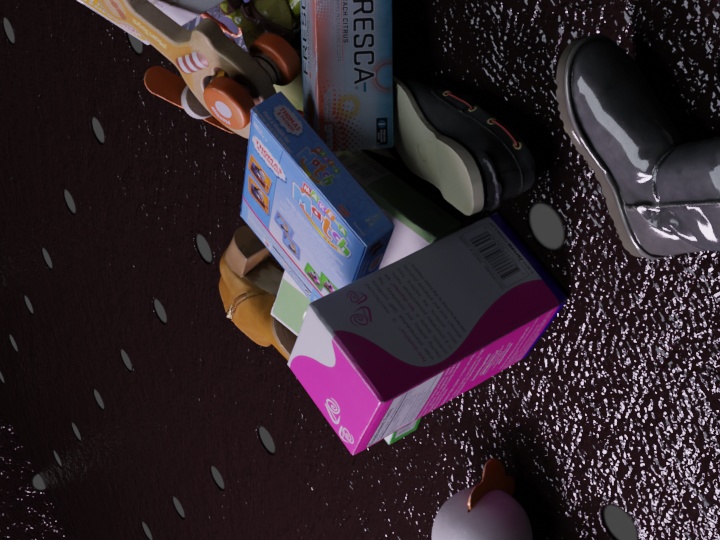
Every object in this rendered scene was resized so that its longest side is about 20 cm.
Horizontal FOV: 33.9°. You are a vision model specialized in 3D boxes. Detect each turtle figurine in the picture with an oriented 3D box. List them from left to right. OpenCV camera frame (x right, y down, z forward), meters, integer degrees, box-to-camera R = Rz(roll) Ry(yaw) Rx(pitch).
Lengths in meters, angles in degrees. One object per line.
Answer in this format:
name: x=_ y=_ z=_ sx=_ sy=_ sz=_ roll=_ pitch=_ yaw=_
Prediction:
turtle figurine: x=-0.079 y=-0.235 z=1.054 sx=0.200 sy=0.064 sz=0.161 roll=43 pitch=121 yaw=25

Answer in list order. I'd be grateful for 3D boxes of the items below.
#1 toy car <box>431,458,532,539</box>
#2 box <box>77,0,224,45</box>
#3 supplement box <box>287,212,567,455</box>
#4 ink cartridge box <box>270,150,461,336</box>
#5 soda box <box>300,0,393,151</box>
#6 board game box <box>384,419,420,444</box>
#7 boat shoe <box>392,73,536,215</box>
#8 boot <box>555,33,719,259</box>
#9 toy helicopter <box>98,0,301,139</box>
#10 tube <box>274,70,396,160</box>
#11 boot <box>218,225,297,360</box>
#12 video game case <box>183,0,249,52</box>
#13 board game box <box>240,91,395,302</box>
toy car: x=0.121 y=0.277 z=1.132 sx=0.184 sy=0.177 sz=0.200 roll=19 pitch=99 yaw=36
box: x=-0.177 y=-0.295 z=1.071 sx=0.101 sy=0.113 sz=0.200 roll=31 pitch=162 yaw=-26
supplement box: x=0.054 y=0.050 z=0.977 sx=0.101 sy=0.200 sz=0.103 roll=53 pitch=148 yaw=20
ink cartridge box: x=0.000 y=0.000 z=1.123 sx=0.145 sy=0.048 sz=0.200 roll=37 pitch=131 yaw=23
soda box: x=-0.012 y=-0.202 z=0.979 sx=0.064 sy=0.068 sz=0.200 roll=-130 pitch=37 yaw=-67
board game box: x=0.000 y=0.061 z=1.232 sx=0.200 sy=0.040 sz=0.153 roll=50 pitch=147 yaw=25
boat shoe: x=0.073 y=-0.111 z=0.969 sx=0.201 sy=0.063 sz=0.074 roll=-130 pitch=25 yaw=-51
boot: x=0.228 y=-0.076 z=0.738 sx=0.182 sy=0.073 sz=0.200 roll=59 pitch=160 yaw=-17
toy helicopter: x=-0.152 y=-0.187 z=1.043 sx=0.200 sy=0.079 sz=0.132 roll=39 pitch=155 yaw=3
tube: x=-0.047 y=-0.165 z=1.127 sx=0.200 sy=0.058 sz=0.052 roll=37 pitch=130 yaw=37
boot: x=-0.087 y=0.056 z=1.272 sx=0.201 sy=0.071 sz=0.144 roll=56 pitch=156 yaw=18
video game case: x=-0.145 y=-0.291 z=1.176 sx=0.200 sy=0.019 sz=0.143 roll=34 pitch=117 yaw=41
board game box: x=-0.044 y=-0.044 z=1.029 sx=0.151 sy=0.037 sz=0.200 roll=50 pitch=160 yaw=13
